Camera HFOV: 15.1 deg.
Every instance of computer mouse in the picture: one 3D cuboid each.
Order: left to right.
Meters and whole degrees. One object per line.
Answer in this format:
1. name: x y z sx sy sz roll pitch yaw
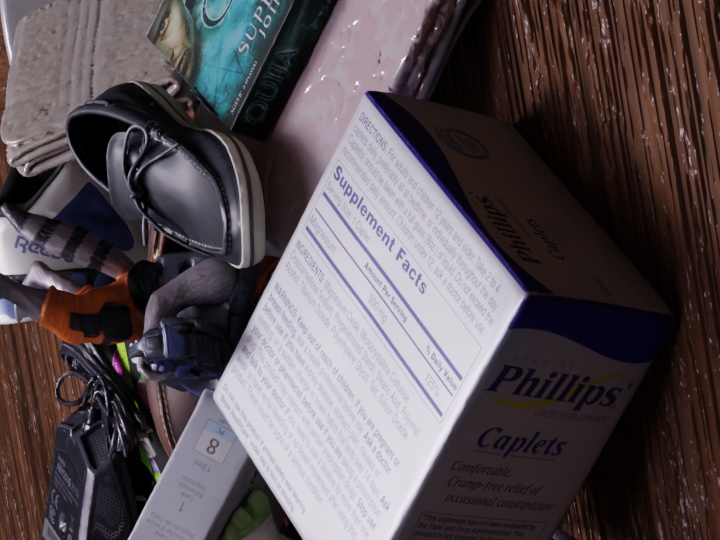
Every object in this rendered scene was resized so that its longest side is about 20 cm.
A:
1. computer mouse: -0.165 0.149 1.751 0.139 0.052 0.201 -132 47 -55

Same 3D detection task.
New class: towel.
1. towel: -0.166 -0.135 1.754 0.200 0.132 0.035 -93 -22 -56
2. towel: -0.018 -0.117 1.495 0.201 0.032 0.191 -63 35 13

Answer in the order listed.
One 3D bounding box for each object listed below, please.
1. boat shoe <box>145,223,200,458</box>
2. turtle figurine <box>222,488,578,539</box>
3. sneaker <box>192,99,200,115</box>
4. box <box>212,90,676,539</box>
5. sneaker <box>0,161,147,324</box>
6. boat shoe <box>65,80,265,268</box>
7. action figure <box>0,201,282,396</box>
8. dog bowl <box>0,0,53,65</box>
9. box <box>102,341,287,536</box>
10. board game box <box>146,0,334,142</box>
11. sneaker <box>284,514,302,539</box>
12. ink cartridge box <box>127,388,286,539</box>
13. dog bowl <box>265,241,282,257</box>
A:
1. boat shoe: -0.099 0.031 1.640 0.070 0.070 0.202 119 145 -85
2. turtle figurine: 0.026 0.161 1.465 0.193 0.200 0.144 35 96 20
3. sneaker: -0.064 -0.080 1.701 0.200 0.060 0.105 145 110 -71
4. box: 0.037 0.045 1.370 0.184 0.104 0.201 53 125 45
5. sneaker: -0.168 -0.042 1.785 0.080 0.198 0.116 8 111 53
6. boat shoe: -0.108 -0.051 1.510 0.200 0.062 0.075 40 136 53
7. action figure: -0.115 0.014 1.516 0.200 0.192 0.105 62 -149 -80
8. dog bowl: -0.214 -0.179 2.006 0.200 0.058 0.202 167 90 -68
9. box: -0.091 0.108 1.771 0.148 0.124 0.201 -13 90 67
10. board game box: -0.046 -0.189 1.515 0.201 0.028 0.135 -63 36 15
11. sneaker: -0.013 0.140 1.661 0.074 0.087 0.201 -36 50 23
12. ink cartridge box: -0.097 0.169 1.549 0.201 0.047 0.160 -64 -12 -1
13. dog bowl: 0.000 0.000 1.574 0.200 0.058 0.202 168 90 -68
